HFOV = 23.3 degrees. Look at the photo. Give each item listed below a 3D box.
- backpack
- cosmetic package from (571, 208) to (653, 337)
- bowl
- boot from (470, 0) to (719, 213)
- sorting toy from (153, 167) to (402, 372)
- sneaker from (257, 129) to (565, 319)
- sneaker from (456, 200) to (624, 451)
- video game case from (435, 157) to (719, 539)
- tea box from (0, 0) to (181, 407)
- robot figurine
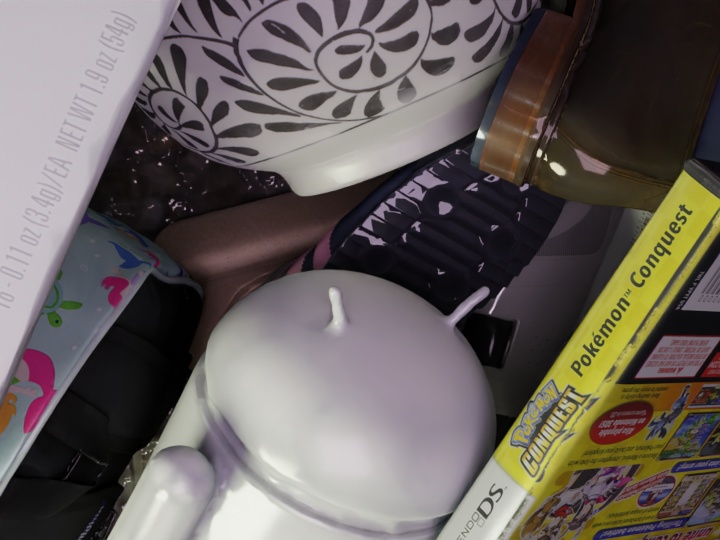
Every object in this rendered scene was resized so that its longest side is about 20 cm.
[{"bbox_3d":[-0.152,0.046,0.687,0.151,0.200,0.178,31,88,-3],"label":"backpack"},{"bbox_3d":[0.150,0.039,0.746,0.151,0.052,0.200,-16,134,-42],"label":"cosmetic package"},{"bbox_3d":[-0.003,-0.088,0.676,0.201,0.201,0.094,-22,101,2],"label":"bowl"},{"bbox_3d":[0.122,-0.091,0.671,0.097,0.200,0.075,25,146,9],"label":"boot"},{"bbox_3d":[0.015,0.053,0.817,0.185,0.036,0.200,-14,103,0],"label":"sorting toy"},{"bbox_3d":[0.000,0.000,0.726,0.200,0.082,0.070,-41,116,19],"label":"sneaker"},{"bbox_3d":[0.055,0.021,0.760,0.089,0.074,0.200,42,87,-8],"label":"sneaker"},{"bbox_3d":[0.129,0.046,0.653,0.200,0.026,0.181,3,124,-51],"label":"video game case"},{"bbox_3d":[-0.176,-0.042,0.506,0.197,0.134,0.200,22,90,-11],"label":"tea box"},{"bbox_3d":[-0.021,0.081,0.659,0.113,0.170,0.200,45,125,27],"label":"robot figurine"}]
